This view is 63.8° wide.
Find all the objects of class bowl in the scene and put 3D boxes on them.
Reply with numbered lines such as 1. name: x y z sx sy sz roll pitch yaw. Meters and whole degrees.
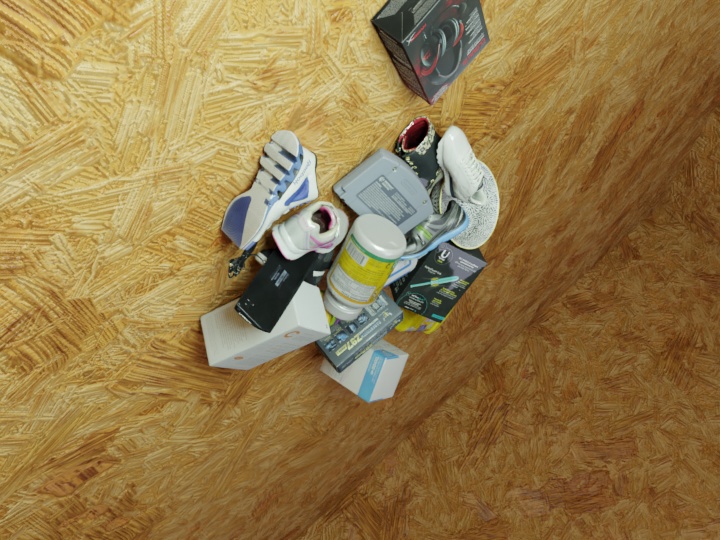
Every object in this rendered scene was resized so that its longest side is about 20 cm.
1. bowl: 0.221 -0.153 1.333 0.198 0.093 0.205 -4 96 -38

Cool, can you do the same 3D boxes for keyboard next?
1. keyboard: -0.154 -0.002 0.969 0.020 0.127 0.201 -23 -153 41

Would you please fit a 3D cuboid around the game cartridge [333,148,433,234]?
1. game cartridge: 0.054 -0.143 1.110 0.132 0.042 0.199 -38 137 13

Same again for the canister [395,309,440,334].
1. canister: 0.183 0.115 1.718 0.149 0.087 0.199 -53 152 17

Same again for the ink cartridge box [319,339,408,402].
1. ink cartridge box: -0.001 0.234 1.515 0.128 0.198 0.127 5 109 -57

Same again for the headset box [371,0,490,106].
1. headset box: 0.120 -0.373 0.917 0.149 0.075 0.200 -47 154 3

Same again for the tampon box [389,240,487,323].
1. tampon box: 0.182 -0.003 1.421 0.148 0.127 0.201 23 117 -23

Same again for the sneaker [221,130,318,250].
1. sneaker: -0.126 -0.116 0.926 0.201 0.081 0.114 -54 150 16

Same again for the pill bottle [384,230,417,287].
1. pill bottle: 0.057 -0.029 1.287 0.198 0.112 0.113 -29 151 -28

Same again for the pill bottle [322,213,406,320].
1. pill bottle: 0.000 0.000 1.127 0.112 0.113 0.202 -15 144 -46

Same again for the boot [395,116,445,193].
1. boot: 0.098 -0.198 1.154 0.204 0.073 0.153 -50 150 7

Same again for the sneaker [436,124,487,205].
1. sneaker: 0.207 -0.206 1.144 0.077 0.080 0.201 -49 146 -10

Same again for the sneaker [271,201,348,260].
1. sneaker: -0.065 -0.077 1.017 0.087 0.082 0.200 -30 -179 30

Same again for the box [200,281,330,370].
1. box: -0.175 0.102 1.071 0.197 0.099 0.124 -24 159 18

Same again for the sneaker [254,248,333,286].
1. sneaker: -0.115 -0.036 1.086 0.113 0.073 0.200 -54 157 2

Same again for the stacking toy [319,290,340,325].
1. stacking toy: -0.076 0.082 1.224 0.197 0.110 0.117 -7 138 -37

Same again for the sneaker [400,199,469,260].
1. sneaker: 0.132 -0.081 1.213 0.198 0.084 0.071 -31 -173 -6

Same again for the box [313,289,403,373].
1. box: -0.023 0.110 1.322 0.199 0.158 0.051 -39 154 -13
